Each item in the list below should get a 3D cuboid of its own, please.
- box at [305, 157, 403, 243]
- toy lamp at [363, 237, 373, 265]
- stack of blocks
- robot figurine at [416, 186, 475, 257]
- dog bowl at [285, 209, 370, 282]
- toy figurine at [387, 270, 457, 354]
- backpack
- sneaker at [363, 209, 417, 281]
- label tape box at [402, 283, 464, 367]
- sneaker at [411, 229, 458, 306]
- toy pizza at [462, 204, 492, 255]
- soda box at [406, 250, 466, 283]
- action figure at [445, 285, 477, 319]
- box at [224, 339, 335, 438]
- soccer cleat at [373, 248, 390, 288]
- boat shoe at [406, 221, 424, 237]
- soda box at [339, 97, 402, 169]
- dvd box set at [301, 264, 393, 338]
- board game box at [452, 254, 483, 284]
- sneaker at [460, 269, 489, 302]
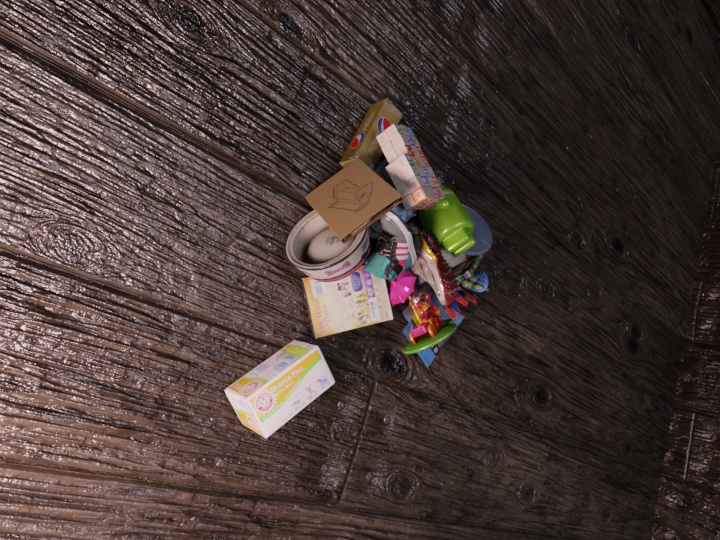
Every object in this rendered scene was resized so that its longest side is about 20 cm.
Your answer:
[{"bbox_3d":[-0.019,-0.163,1.165,0.163,0.200,0.021,-37,135,-3],"label":"box"},{"bbox_3d":[0.000,0.000,1.302,0.058,0.058,0.200,14,80,-37],"label":"toy lamp"},{"bbox_3d":[0.115,-0.246,1.232,0.115,0.059,0.200,-13,75,-57],"label":"stack of blocks"},{"bbox_3d":[0.220,-0.136,1.358,0.175,0.116,0.200,20,38,-54],"label":"robot figurine"},{"bbox_3d":[-0.065,-0.060,1.171,0.200,0.200,0.074,-55,139,-23],"label":"dog bowl"},{"bbox_3d":[0.143,0.085,1.307,0.184,0.150,0.200,63,29,-2],"label":"toy figurine"},{"bbox_3d":[0.064,-0.173,1.281,0.200,0.154,0.163,-47,114,-27],"label":"backpack"},{"bbox_3d":[0.056,-0.045,1.189,0.121,0.084,0.200,-45,142,-14],"label":"sneaker"},{"bbox_3d":[0.188,0.147,1.443,0.200,0.063,0.144,-47,115,-27],"label":"label tape box"},{"bbox_3d":[0.177,0.000,1.285,0.078,0.082,0.200,6,55,-47],"label":"sneaker"},{"bbox_3d":[0.283,-0.117,1.477,0.200,0.032,0.200,12,49,-14],"label":"toy pizza"},{"bbox_3d":[0.208,-0.028,1.456,0.200,0.064,0.068,-24,105,-34],"label":"soda box"},{"bbox_3d":[0.268,0.091,1.362,0.099,0.200,0.065,39,103,-3],"label":"action figure"},{"bbox_3d":[-0.175,0.254,1.136,0.200,0.112,0.102,-34,111,-31],"label":"box"},{"bbox_3d":[0.060,0.035,1.343,0.084,0.065,0.201,20,79,-39],"label":"soccer cleat"},{"bbox_3d":[0.115,-0.092,1.360,0.200,0.065,0.072,-21,147,-53],"label":"boat shoe"},{"bbox_3d":[0.028,-0.334,1.306,0.064,0.068,0.200,39,69,-31],"label":"soda box"},{"bbox_3d":[-0.030,0.070,1.242,0.200,0.029,0.147,-13,89,-17],"label":"dvd box set"},{"bbox_3d":[0.280,0.004,1.435,0.023,0.105,0.200,57,26,-3],"label":"board game box"},{"bbox_3d":[0.312,0.049,1.451,0.071,0.200,0.083,-39,96,-13],"label":"sneaker"}]
